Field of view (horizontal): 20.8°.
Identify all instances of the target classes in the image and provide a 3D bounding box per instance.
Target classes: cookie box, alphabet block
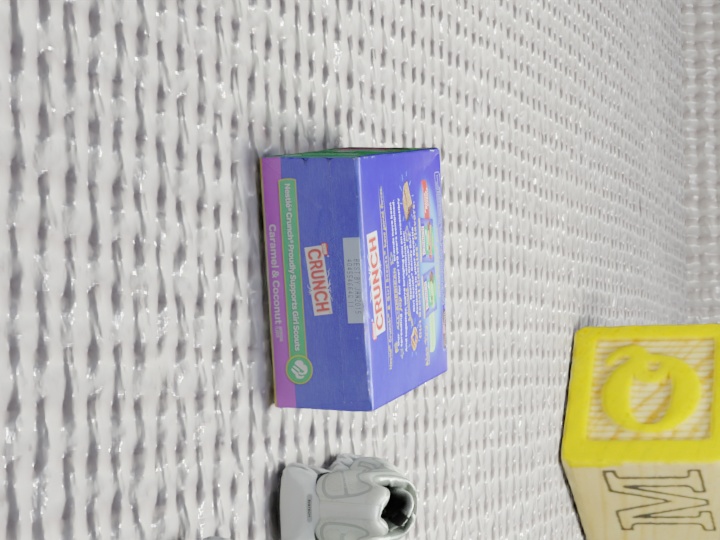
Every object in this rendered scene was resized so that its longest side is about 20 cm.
[{"bbox_3d":[0.000,0.000,1.375,0.200,0.074,0.173,-15,103,-72],"label":"cookie box"},{"bbox_3d":[0.349,0.197,2.269,0.201,0.194,0.197,67,26,-49],"label":"alphabet block"}]

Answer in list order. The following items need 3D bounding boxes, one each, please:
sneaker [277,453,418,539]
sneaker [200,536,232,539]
[{"bbox_3d":[0.007,0.167,1.377,0.200,0.080,0.076,5,82,-74],"label":"sneaker"},{"bbox_3d":[-0.053,0.254,1.118,0.075,0.113,0.202,40,50,-67],"label":"sneaker"}]
